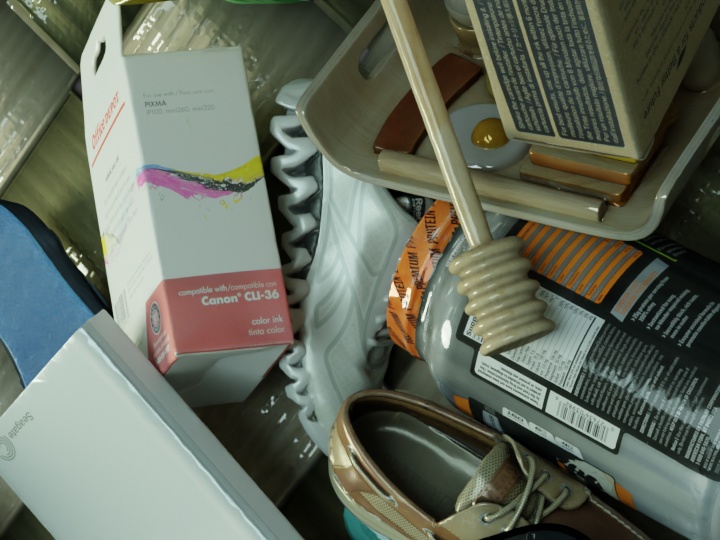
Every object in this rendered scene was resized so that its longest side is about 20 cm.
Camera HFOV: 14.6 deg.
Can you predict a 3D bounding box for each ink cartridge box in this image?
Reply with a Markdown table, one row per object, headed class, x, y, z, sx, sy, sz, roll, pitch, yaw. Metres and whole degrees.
| class | x | y | z | sx | sy | sz | roll | pitch | yaw |
| --- | --- | --- | --- | --- | --- | --- | --- | --- | --- |
| ink cartridge box | -0.093 | -0.039 | 1.454 | 0.116 | 0.067 | 0.201 | 132 | 129 | -66 |
| ink cartridge box | 0.115 | -0.178 | 1.279 | 0.075 | 0.165 | 0.200 | 9 | 51 | 26 |

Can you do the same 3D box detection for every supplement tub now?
| class | x | y | z | sx | sy | sz | roll | pitch | yaw |
| --- | --- | --- | --- | --- | --- | --- | --- | --- | --- |
| supplement tub | 0.119 | 0.038 | 1.351 | 0.199 | 0.122 | 0.123 | 29 | 103 | 26 |

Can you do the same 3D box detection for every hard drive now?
| class | x | y | z | sx | sy | sz | roll | pitch | yaw |
| --- | --- | --- | --- | --- | --- | --- | --- | --- | --- |
| hard drive | -0.099 | 0.130 | 1.431 | 0.200 | 0.027 | 0.132 | 49 | 135 | 3 |

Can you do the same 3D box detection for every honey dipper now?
| class | x | y | z | sx | sy | sz | roll | pitch | yaw |
| --- | --- | --- | --- | --- | --- | --- | --- | --- | --- |
| honey dipper | 0.040 | -0.060 | 1.299 | 0.038 | 0.038 | 0.201 | -23 | 81 | 26 |

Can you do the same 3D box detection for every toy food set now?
| class | x | y | z | sx | sy | sz | roll | pitch | yaw |
| --- | --- | --- | --- | --- | --- | --- | --- | --- | --- |
| toy food set | 0.088 | -0.096 | 1.354 | 0.199 | 0.144 | 0.061 | 14 | 139 | 28 |

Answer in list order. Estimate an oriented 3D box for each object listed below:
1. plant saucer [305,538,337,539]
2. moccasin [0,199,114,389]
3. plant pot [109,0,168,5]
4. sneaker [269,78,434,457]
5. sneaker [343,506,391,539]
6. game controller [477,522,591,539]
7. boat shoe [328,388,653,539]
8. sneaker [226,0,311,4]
| class | x | y | z | sx | sy | sz | roll | pitch | yaw |
| --- | --- | --- | --- | --- | --- | --- | --- | --- | --- |
| plant saucer | -0.024 | 0.243 | 1.477 | 0.199 | 0.034 | 0.202 | 1 | 91 | 28 |
| moccasin | -0.147 | 0.042 | 1.526 | 0.080 | 0.068 | 0.201 | -31 | 77 | 17 |
| plant pot | -0.006 | -0.241 | 1.338 | 0.199 | 0.176 | 0.201 | -17 | 78 | 46 |
| sneaker | 0.000 | 0.000 | 1.447 | 0.081 | 0.075 | 0.201 | -2 | 91 | 17 |
| sneaker | 0.073 | 0.151 | 1.399 | 0.199 | 0.080 | 0.078 | 27 | 103 | 27 |
| game controller | 0.045 | 0.180 | 1.332 | 0.199 | 0.042 | 0.104 | -20 | 124 | 34 |
| boat shoe | 0.067 | 0.118 | 1.337 | 0.199 | 0.072 | 0.076 | 24 | 65 | 20 |
| sneaker | -0.095 | -0.172 | 1.452 | 0.199 | 0.084 | 0.075 | 14 | 80 | -6 |
